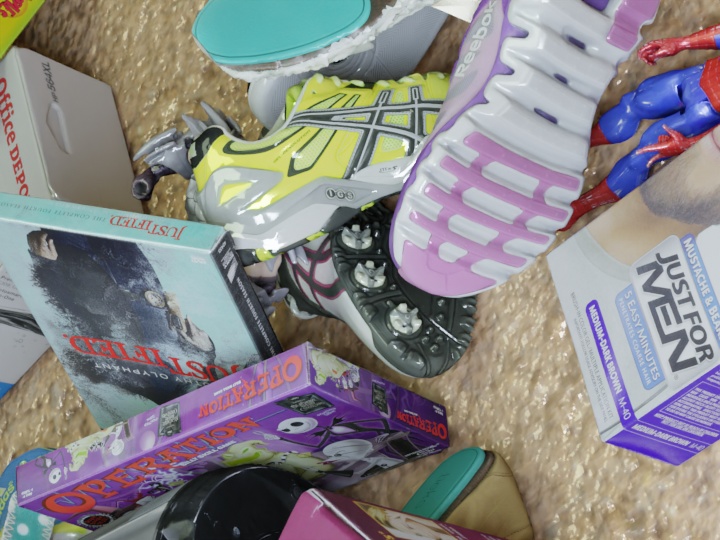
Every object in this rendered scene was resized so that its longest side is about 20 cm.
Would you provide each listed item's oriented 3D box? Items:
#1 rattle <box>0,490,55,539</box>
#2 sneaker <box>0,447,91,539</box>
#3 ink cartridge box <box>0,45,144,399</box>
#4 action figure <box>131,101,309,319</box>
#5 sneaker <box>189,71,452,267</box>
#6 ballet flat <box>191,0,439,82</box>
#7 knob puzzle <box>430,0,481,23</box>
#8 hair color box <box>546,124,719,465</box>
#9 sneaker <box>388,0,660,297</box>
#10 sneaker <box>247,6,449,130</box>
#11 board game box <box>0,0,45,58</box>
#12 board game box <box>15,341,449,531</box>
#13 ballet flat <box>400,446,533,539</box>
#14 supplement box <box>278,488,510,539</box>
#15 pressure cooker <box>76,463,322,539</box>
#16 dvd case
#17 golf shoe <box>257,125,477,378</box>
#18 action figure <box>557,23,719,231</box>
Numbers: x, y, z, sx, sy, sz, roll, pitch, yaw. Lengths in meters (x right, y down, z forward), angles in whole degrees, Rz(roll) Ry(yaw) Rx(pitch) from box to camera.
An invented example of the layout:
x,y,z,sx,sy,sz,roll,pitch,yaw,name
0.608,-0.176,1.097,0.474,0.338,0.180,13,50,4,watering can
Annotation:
x,y,z,sx,sy,sz,roll,pitch,yaw,name
-0.199,0.229,1.343,0.200,0.130,0.143,58,164,3,rattle
-0.173,0.138,1.396,0.200,0.076,0.105,-35,52,36,sneaker
-0.236,-0.022,1.517,0.200,0.084,0.146,-43,47,28,ink cartridge box
-0.087,-0.006,1.302,0.200,0.069,0.130,114,144,-50,action figure
0.005,-0.073,1.206,0.077,0.200,0.075,64,161,-4,sneaker
0.013,-0.145,1.202,0.199,0.072,0.072,-26,54,11,ballet flat
0.052,-0.233,1.226,0.220,0.219,0.030,-59,3,14,knob puzzle
0.185,-0.009,1.067,0.200,0.065,0.110,-38,50,31,hair color box
0.072,-0.080,1.153,0.201,0.080,0.088,-62,25,-4,sneaker
0.000,-0.166,1.309,0.200,0.073,0.112,-45,40,-2,sneaker
-0.264,-0.146,1.540,0.102,0.048,0.200,-39,16,39,board game box
-0.068,0.097,1.220,0.200,0.120,0.032,-24,54,31,board game box
0.016,0.163,1.114,0.200,0.063,0.069,-40,15,-31,ballet flat
0.060,0.184,1.027,0.131,0.200,0.103,35,102,49,supplement box
-0.096,0.207,1.209,0.200,0.176,0.179,-29,52,34,pressure cooker
-0.106,0.038,1.246,0.145,0.200,0.022,9,56,26,dvd case
0.000,0.000,1.276,0.200,0.077,0.088,59,141,42,golf shoe
0.159,-0.081,1.137,0.200,0.052,0.066,-26,52,37,action figure
